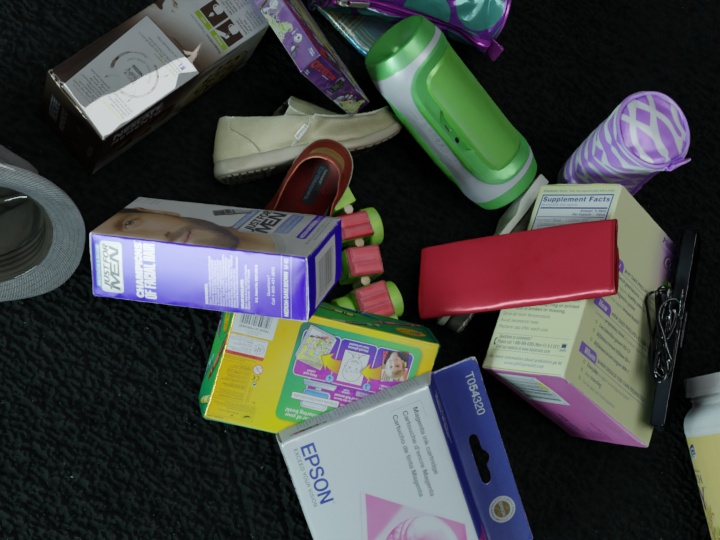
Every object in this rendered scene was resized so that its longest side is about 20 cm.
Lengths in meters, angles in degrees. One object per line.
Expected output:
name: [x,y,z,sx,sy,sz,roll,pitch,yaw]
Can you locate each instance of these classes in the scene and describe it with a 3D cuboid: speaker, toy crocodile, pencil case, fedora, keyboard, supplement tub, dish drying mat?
speaker: [0.092,-0.155,1.236,0.200,0.088,0.089,48,67,-25]
toy crocodile: [0.000,0.000,1.209,0.067,0.062,0.202,-13,83,-21]
pencil case: [0.052,-0.279,1.253,0.198,0.085,0.093,12,58,-15]
fedora: [-0.341,-0.056,1.070,0.198,0.178,0.091,-3,50,-16]
keyboard: [0.297,0.052,1.211,0.039,0.104,0.202,8,79,20]
supplement tub: [0.413,0.196,1.265,0.144,0.145,0.202,-9,81,-21]
dish drying mat: [0.146,0.000,1.168,0.018,0.199,0.077,41,49,-50]
pencil case: [0.262,-0.108,1.254,0.083,0.200,0.086,-21,78,-12]

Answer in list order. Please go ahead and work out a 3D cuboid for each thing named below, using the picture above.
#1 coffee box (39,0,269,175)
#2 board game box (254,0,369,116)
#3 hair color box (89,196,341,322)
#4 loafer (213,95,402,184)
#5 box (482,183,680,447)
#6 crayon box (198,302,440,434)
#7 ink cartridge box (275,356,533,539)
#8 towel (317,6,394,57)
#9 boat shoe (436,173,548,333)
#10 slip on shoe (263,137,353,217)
coffee box: [-0.192,-0.188,1.156,0.200,0.113,0.080,-40,92,-23]
board game box: [-0.070,-0.244,1.177,0.032,0.120,0.201,-38,66,14]
hair color box: [-0.125,-0.013,1.094,0.198,0.109,0.065,5,111,14]
loafer: [-0.052,-0.137,1.213,0.199,0.076,0.069,-15,89,-21]
box: [0.230,0.044,1.222,0.176,0.096,0.201,36,67,-42]
crayon box: [-0.038,0.093,1.150,0.198,0.058,0.120,14,102,-14]
ink cartridge box: [0.047,0.205,1.137,0.199,0.043,0.198,-21,103,-5]
towel: [0.011,-0.309,1.302,0.200,0.022,0.147,44,68,-6]
boat shoe: [0.150,-0.010,1.258,0.060,0.072,0.202,39,65,-2]
slip on shoe: [-0.068,-0.031,1.161,0.074,0.061,0.201,28,101,-1]
